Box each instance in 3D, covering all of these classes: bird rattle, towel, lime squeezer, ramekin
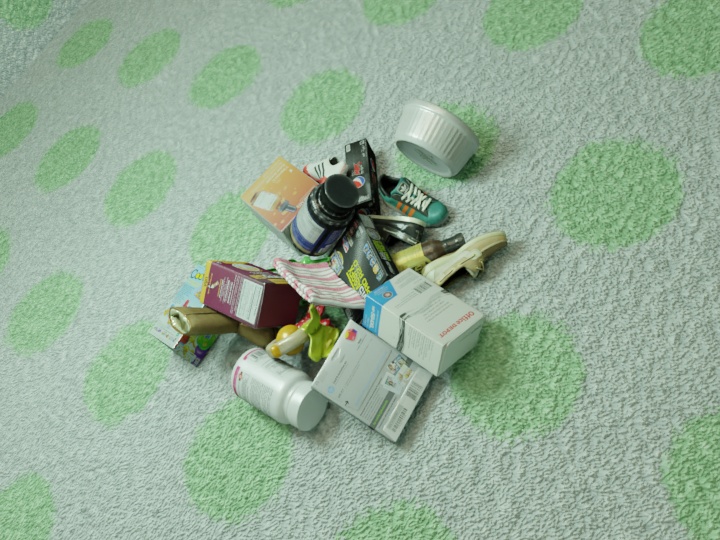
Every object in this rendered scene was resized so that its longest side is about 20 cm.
[{"bbox_3d":[-0.130,0.129,1.510,0.160,0.115,0.200,-27,12,-10],"label":"bird rattle"},{"bbox_3d":[-0.088,0.026,1.524,0.199,0.144,0.031,39,115,50],"label":"towel"},{"bbox_3d":[-0.150,-0.016,1.691,0.195,0.070,0.039,-10,73,20],"label":"lime squeezer"},{"bbox_3d":[0.168,-0.297,1.639,0.200,0.202,0.096,26,83,37],"label":"ramekin"}]

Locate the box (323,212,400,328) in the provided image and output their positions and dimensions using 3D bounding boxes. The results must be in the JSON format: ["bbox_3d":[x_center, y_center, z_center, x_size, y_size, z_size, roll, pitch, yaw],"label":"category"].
[{"bbox_3d":[0.000,0.000,1.570,0.161,0.043,0.202,-54,43,30],"label":"box"}]

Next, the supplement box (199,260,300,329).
[{"bbox_3d":[-0.249,0.051,1.604,0.197,0.130,0.106,19,99,35],"label":"supplement box"}]

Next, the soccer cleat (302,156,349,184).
[{"bbox_3d":[-0.086,-0.248,1.783,0.086,0.068,0.200,-56,27,0],"label":"soccer cleat"}]

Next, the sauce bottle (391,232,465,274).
[{"bbox_3d":[0.136,-0.028,1.556,0.196,0.065,0.066,-23,51,14],"label":"sauce bottle"}]

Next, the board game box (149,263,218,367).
[{"bbox_3d":[-0.392,0.107,1.712,0.103,0.103,0.202,22,71,36],"label":"board game box"}]

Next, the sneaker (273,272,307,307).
[{"bbox_3d":[-0.145,0.062,1.647,0.196,0.077,0.091,3,71,36],"label":"sneaker"}]

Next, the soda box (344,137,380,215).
[{"bbox_3d":[0.005,-0.222,1.745,0.062,0.071,0.204,-15,54,16],"label":"soda box"}]

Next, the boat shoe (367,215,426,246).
[{"bbox_3d":[0.058,-0.091,1.637,0.196,0.071,0.070,9,88,37],"label":"boat shoe"}]

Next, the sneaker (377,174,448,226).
[{"bbox_3d":[0.114,-0.165,1.645,0.198,0.080,0.072,27,73,37],"label":"sneaker"}]

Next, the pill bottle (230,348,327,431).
[{"bbox_3d":[-0.171,0.251,1.498,0.197,0.114,0.115,22,70,36],"label":"pill bottle"}]

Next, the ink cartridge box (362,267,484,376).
[{"bbox_3d":[0.123,0.099,1.411,0.198,0.086,0.145,33,42,29],"label":"ink cartridge box"}]

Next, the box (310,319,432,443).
[{"bbox_3d":[0.022,0.218,1.406,0.197,0.041,0.158,32,73,3],"label":"box"}]

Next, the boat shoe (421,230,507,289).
[{"bbox_3d":[0.228,-0.013,1.502,0.197,0.074,0.067,-29,63,9],"label":"boat shoe"}]

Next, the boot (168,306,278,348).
[{"bbox_3d":[-0.304,0.129,1.593,0.173,0.197,0.068,20,101,42],"label":"boot"}]

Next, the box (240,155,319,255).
[{"bbox_3d":[-0.177,-0.165,1.779,0.153,0.107,0.199,-47,50,-8],"label":"box"}]

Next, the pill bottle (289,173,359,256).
[{"bbox_3d":[-0.079,-0.124,1.594,0.200,0.109,0.114,133,149,-52],"label":"pill bottle"}]
